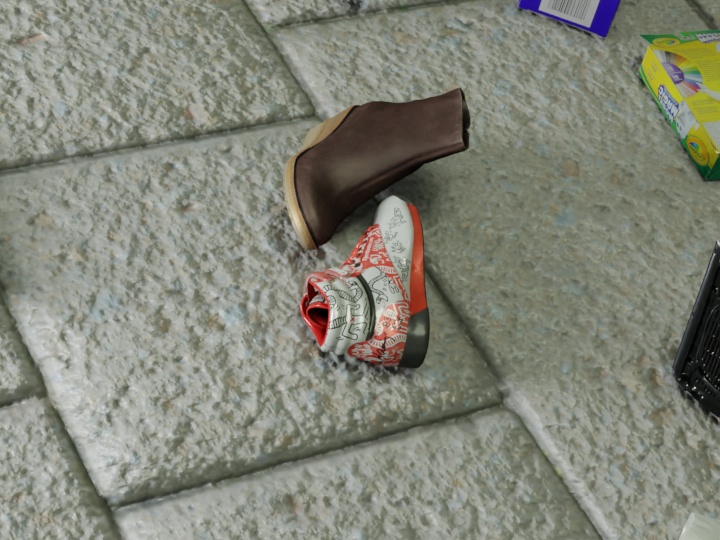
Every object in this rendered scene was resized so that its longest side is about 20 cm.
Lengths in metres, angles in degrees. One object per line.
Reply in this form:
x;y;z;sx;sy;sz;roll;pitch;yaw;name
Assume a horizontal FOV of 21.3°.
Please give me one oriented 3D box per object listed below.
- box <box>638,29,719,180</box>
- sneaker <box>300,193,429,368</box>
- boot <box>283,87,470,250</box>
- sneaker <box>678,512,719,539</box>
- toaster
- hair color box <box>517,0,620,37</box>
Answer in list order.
0.385;-0.186;2.089;0.117;0.048;0.200;-6;51;-22;box
0.000;0.000;1.765;0.108;0.067;0.202;8;47;-14;sneaker
0.018;-0.104;1.822;0.166;0.072;0.200;-13;34;17;boot
0.300;0.282;1.586;0.115;0.074;0.200;16;34;0;sneaker
0.395;0.074;1.745;0.119;0.200;0.181;-26;51;-39;toaster
0.258;-0.361;2.208;0.109;0.065;0.200;20;46;3;hair color box
